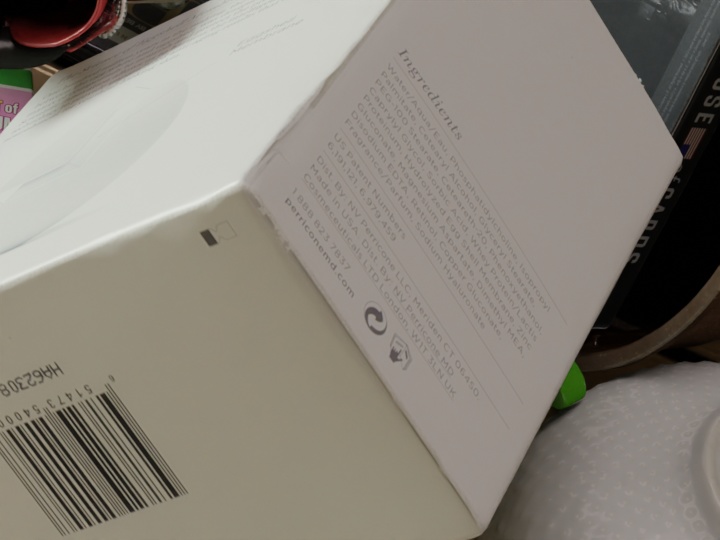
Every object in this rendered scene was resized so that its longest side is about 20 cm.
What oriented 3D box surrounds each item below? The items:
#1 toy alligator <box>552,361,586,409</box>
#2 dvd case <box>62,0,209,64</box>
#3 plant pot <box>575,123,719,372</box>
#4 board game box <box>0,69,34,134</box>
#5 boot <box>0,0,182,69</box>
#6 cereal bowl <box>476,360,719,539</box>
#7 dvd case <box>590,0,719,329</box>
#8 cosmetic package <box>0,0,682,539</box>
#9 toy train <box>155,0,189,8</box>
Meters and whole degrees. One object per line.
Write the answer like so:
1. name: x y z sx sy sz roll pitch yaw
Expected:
1. toy alligator: 0.000 0.000 0.922 0.200 0.054 0.059 39 39 25
2. dvd case: -0.110 -0.157 1.063 0.149 0.016 0.200 28 40 3
3. plant pot: 0.156 -0.058 0.965 0.198 0.200 0.200 4 43 -38
4. board game box: -0.195 -0.079 0.903 0.153 0.040 0.200 7 49 -21
5. boot: -0.075 -0.110 0.869 0.200 0.072 0.144 -9 24 -24
6. cereal bowl: 0.143 0.104 0.859 0.200 0.083 0.200 15 41 -13
7. dvd case: 0.058 -0.097 0.911 0.025 0.150 0.200 2 34 -38
8. cosmetic package: -0.036 0.001 0.768 0.123 0.199 0.200 55 38 -18
9. toy train: -0.057 -0.200 0.998 0.056 0.042 0.200 0 78 17
